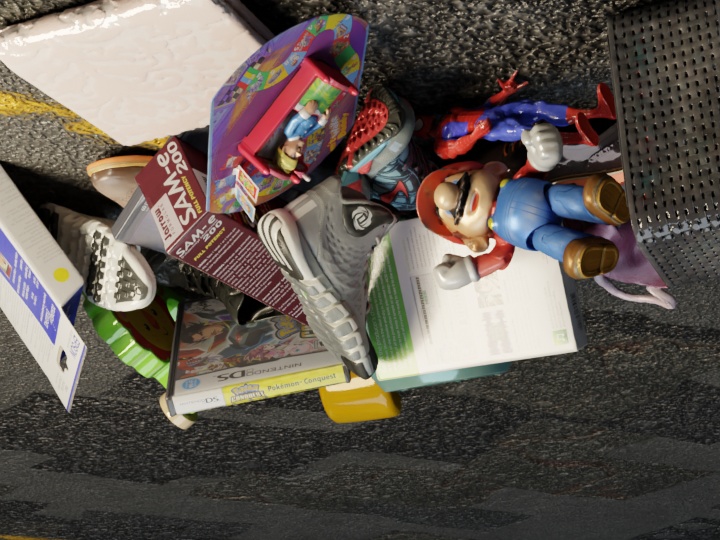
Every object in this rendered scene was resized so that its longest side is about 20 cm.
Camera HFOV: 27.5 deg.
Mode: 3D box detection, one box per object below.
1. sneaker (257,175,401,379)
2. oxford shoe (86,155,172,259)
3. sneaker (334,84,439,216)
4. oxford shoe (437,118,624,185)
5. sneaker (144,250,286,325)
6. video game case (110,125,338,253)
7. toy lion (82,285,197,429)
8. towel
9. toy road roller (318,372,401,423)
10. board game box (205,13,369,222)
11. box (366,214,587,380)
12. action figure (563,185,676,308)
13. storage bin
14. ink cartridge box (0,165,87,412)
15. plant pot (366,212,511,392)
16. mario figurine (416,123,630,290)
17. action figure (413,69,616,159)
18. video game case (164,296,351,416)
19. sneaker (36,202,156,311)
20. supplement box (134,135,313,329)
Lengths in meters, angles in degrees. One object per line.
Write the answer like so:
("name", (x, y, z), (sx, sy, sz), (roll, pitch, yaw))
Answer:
("sneaker", (0.000, 0.000, 1.283), (0.115, 0.075, 0.200), (-40, 132, -14))
("oxford shoe", (-0.179, -0.054, 1.404), (0.071, 0.073, 0.200), (-17, 153, 36))
("sneaker", (0.034, -0.100, 1.294), (0.095, 0.079, 0.200), (17, 165, -5))
("oxford shoe", (0.155, -0.110, 1.336), (0.200, 0.071, 0.073), (-11, 134, 16))
("sneaker", (-0.132, 0.011, 1.519), (0.199, 0.104, 0.060), (-8, 137, 8))
("video game case", (-0.113, -0.063, 1.376), (0.200, 0.019, 0.143), (16, 121, -39))
("toy lion", (-0.220, 0.067, 1.611), (0.069, 0.192, 0.200), (-40, -174, 14))
("towel", (-0.161, -0.167, 1.184), (0.200, 0.032, 0.191), (-12, 157, 23))
("toy road roller", (-0.009, 0.088, 1.678), (0.123, 0.146, 0.200), (-10, 157, 17))
("board game box", (-0.047, -0.112, 1.174), (0.158, 0.039, 0.200), (-32, 154, -27))
("box", (0.093, 0.014, 1.325), (0.200, 0.145, 0.036), (-10, -176, 26))
("action figure", (0.201, -0.026, 1.394), (0.134, 0.149, 0.200), (6, -167, 43))
("storage bin", (0.262, -0.103, 1.158), (0.094, 0.200, 0.135), (-12, 156, 21))
("ink cartridge box", (-0.314, 0.019, 1.430), (0.047, 0.200, 0.198), (-34, 170, -26))
("plant pot", (0.071, 0.033, 1.460), (0.200, 0.161, 0.201), (-9, 175, -1))
("mario figurine", (0.113, -0.048, 1.193), (0.200, 0.123, 0.106), (12, 141, 48))
("action figure", (0.120, -0.128, 1.253), (0.200, 0.065, 0.052), (-3, 134, 45))
("video game case", (-0.103, 0.071, 1.506), (0.180, 0.200, 0.026), (-11, 117, 3))
("sneaker", (-0.241, -0.016, 1.420), (0.081, 0.075, 0.200), (4, -162, -39))
("supplement box", (-0.099, -0.031, 1.320), (0.061, 0.109, 0.200), (-45, 136, 16))
